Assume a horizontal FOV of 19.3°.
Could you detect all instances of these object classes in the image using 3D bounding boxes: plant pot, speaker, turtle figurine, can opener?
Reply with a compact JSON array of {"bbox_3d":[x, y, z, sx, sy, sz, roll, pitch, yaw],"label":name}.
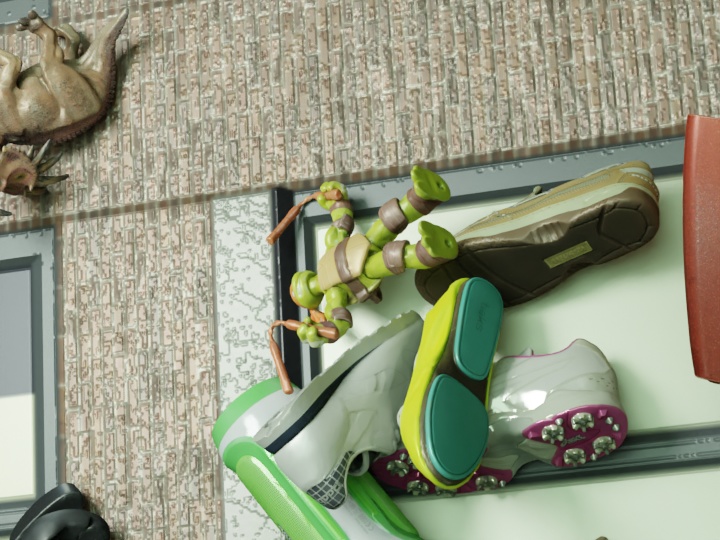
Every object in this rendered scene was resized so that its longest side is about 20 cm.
[{"bbox_3d":[0.324,0.003,1.467,0.199,0.200,0.177,11,91,20],"label":"plant pot"},{"bbox_3d":[-0.025,0.176,1.585,0.088,0.088,0.200,-42,68,4],"label":"speaker"},{"bbox_3d":[0.000,0.000,1.604,0.161,0.064,0.200,-29,36,32],"label":"turtle figurine"},{"bbox_3d":[-0.272,0.262,1.665,0.063,0.079,0.200,37,93,-17],"label":"can opener"}]

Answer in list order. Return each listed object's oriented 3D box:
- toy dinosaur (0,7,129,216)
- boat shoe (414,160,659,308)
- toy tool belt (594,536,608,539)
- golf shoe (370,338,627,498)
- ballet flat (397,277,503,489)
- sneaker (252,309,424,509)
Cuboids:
[{"bbox_3d":[-0.260,-0.131,1.744,0.200,0.086,0.136,-30,79,-9],"label":"toy dinosaur"},{"bbox_3d":[0.135,-0.029,1.603,0.200,0.072,0.076,-18,37,22],"label":"boat shoe"},{"bbox_3d":[0.158,0.288,1.489,0.125,0.123,0.200,-3,83,24],"label":"toy tool belt"},{"bbox_3d":[0.102,0.110,1.579,0.200,0.075,0.092,-15,49,17],"label":"golf shoe"},{"bbox_3d":[0.060,0.089,1.535,0.067,0.067,0.200,-32,29,37],"label":"ballet flat"},{"bbox_3d":[0.001,0.101,1.564,0.081,0.200,0.076,46,134,2],"label":"sneaker"}]
